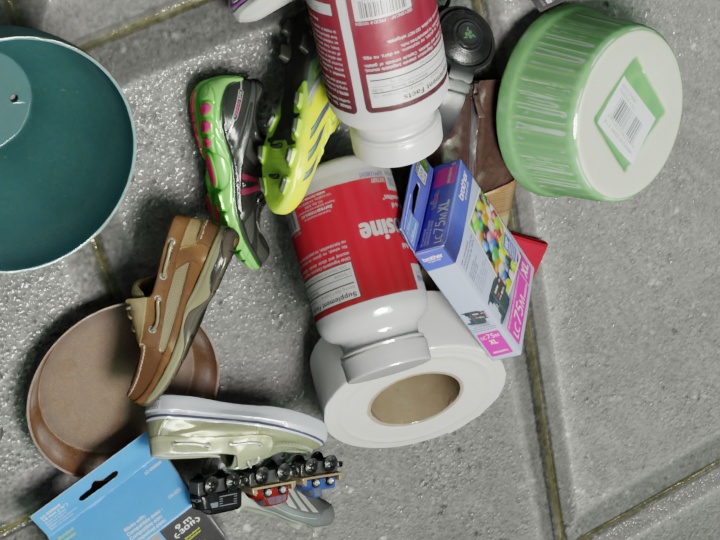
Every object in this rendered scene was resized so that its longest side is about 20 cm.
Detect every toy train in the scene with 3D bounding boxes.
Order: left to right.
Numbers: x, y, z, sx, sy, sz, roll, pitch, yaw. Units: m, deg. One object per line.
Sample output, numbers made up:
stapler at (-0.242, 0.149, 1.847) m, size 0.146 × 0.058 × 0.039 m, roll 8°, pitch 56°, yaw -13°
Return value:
toy train at (-0.093, 0.221, 1.509) m, size 0.198 × 0.034 × 0.046 m, roll -4°, pitch 95°, yaw -43°

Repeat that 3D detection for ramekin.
ramekin at (0.241, -0.166, 1.500) m, size 0.198 × 0.097 × 0.203 m, roll -15°, pitch 113°, yaw -38°

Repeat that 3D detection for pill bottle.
pill bottle at (0.000, 0.000, 1.400) m, size 0.111 × 0.112 × 0.202 m, roll -13°, pitch 81°, yaw -24°
pill bottle at (0.017, -0.198, 1.283) m, size 0.112 × 0.113 × 0.202 m, roll -24°, pitch 127°, yaw -17°

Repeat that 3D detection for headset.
headset at (0.068, -0.221, 1.396) m, size 0.093 × 0.123 × 0.203 m, roll 14°, pitch 93°, yaw -20°

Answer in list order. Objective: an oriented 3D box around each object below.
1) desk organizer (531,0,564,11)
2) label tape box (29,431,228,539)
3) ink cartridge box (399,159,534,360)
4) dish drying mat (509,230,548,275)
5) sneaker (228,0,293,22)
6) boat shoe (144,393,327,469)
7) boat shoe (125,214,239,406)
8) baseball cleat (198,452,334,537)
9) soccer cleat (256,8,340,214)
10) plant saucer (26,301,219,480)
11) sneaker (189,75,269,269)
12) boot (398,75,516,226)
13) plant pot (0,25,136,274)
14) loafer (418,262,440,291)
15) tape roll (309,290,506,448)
desk organizer at (0.160, -0.340, 1.399) m, size 0.071 × 0.078 × 0.200 m, roll -20°, pitch 150°, yaw 21°
label tape box at (-0.226, 0.274, 1.494) m, size 0.144 × 0.063 × 0.201 m, roll -36°, pitch 143°, yaw -9°
ink cartridge box at (0.108, -0.019, 1.445) m, size 0.042 × 0.120 × 0.200 m, roll -16°, pitch 130°, yaw 31°
dish drying mat at (0.140, 0.050, 1.645) m, size 0.076 × 0.018 × 0.202 m, roll 12°, pitch 110°, yaw -34°
sneaker at (-0.027, -0.273, 1.328) m, size 0.199 × 0.075 × 0.100 m, roll -36°, pitch 127°, yaw -8°
boat shoe at (-0.125, 0.168, 1.469) m, size 0.198 × 0.072 × 0.063 m, roll 10°, pitch 73°, yaw -27°
boat shoe at (-0.181, 0.032, 1.376) m, size 0.073 × 0.076 × 0.201 m, roll 25°, pitch 113°, yaw -5°
baseball cleat at (-0.087, 0.220, 1.573) m, size 0.199 × 0.069 × 0.108 m, roll 23°, pitch 86°, yaw -48°
soccer cleat at (-0.042, -0.144, 1.349) m, size 0.083 × 0.064 × 0.203 m, roll 21°, pitch 70°, yaw -37°
plant saucer at (-0.236, 0.114, 1.446) m, size 0.198 × 0.034 × 0.203 m, roll -14°, pitch 121°, yaw -24°
sneaker at (-0.105, -0.089, 1.384) m, size 0.083 × 0.077 × 0.202 m, roll -17°, pitch 125°, yaw -17°
boot at (0.069, -0.110, 1.497) m, size 0.198 × 0.072 × 0.169 m, roll -11°, pitch 109°, yaw -24°
plant pot at (-0.302, -0.117, 1.213) m, size 0.198 × 0.135 × 0.202 m, roll -14°, pitch 122°, yaw -24°
loafer at (0.051, 0.018, 1.533) m, size 0.198 × 0.068 × 0.076 m, roll 14°, pitch 139°, yaw -41°
tape roll at (0.050, 0.107, 1.535) m, size 0.200 × 0.071 × 0.203 m, roll -12°, pitch 146°, yaw -8°
